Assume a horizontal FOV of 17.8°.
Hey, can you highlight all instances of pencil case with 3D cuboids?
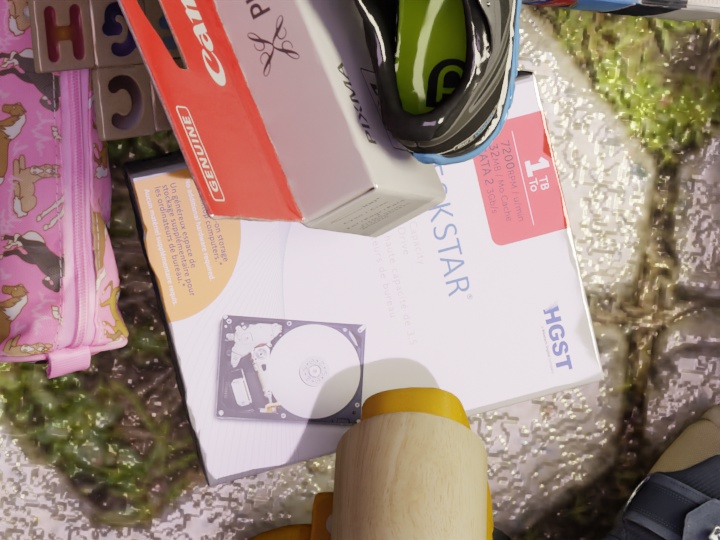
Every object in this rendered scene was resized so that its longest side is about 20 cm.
[{"bbox_3d":[-0.151,-0.053,1.084,0.083,0.087,0.201,0,95,9],"label":"pencil case"}]

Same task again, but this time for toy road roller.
[{"bbox_3d":[-0.005,0.156,1.082,0.146,0.200,0.123,-4,52,9],"label":"toy road roller"}]

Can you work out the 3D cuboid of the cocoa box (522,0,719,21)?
[{"bbox_3d":[0.117,-0.223,1.083,0.131,0.133,0.201,5,95,-7],"label":"cocoa box"}]

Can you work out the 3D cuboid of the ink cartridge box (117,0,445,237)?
[{"bbox_3d":[-0.046,-0.115,0.992,0.045,0.176,0.200,-27,79,19],"label":"ink cartridge box"}]

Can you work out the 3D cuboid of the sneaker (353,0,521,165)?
[{"bbox_3d":[0.037,-0.145,0.982,0.071,0.083,0.200,3,92,17],"label":"sneaker"}]

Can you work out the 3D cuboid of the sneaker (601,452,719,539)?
[{"bbox_3d":[0.195,0.176,1.072,0.202,0.077,0.146,38,70,6],"label":"sneaker"}]

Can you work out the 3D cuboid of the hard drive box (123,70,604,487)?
[{"bbox_3d":[0.000,0.000,1.118,0.199,0.077,0.156,-16,98,-7],"label":"hard drive box"}]

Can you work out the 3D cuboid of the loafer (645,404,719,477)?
[{"bbox_3d":[0.201,0.169,1.168,0.068,0.076,0.200,-24,89,-4],"label":"loafer"}]

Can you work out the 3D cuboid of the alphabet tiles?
[{"bbox_3d":[-0.093,-0.164,1.070,0.166,0.006,0.201,-12,99,-49],"label":"alphabet tiles"}]
